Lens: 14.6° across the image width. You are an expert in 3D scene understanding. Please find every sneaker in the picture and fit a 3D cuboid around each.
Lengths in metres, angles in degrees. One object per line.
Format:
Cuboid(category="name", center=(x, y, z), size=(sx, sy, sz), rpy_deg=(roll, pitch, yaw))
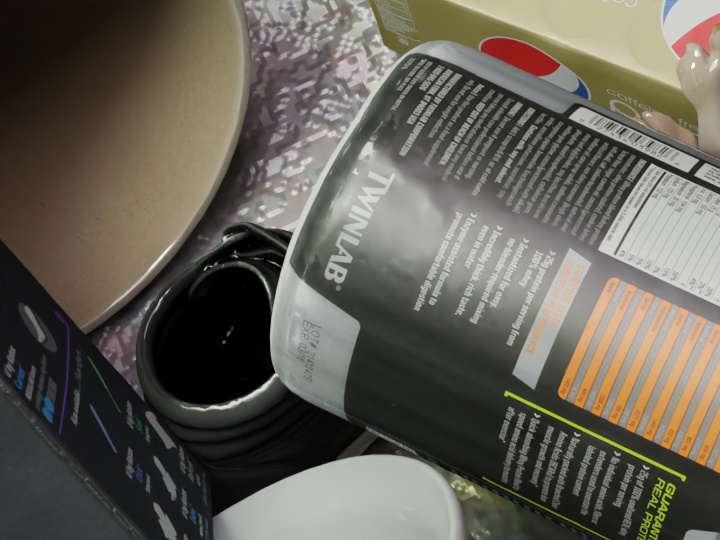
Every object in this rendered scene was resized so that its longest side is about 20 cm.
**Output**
Cuboid(category="sneaker", center=(0.000, 0.000, 0.968), size=(0.071, 0.099, 0.200), rpy_deg=(37, 76, 24))

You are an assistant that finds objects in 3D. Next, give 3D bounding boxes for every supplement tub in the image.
Cuboid(category="supplement tub", center=(0.084, 0.022, 0.851), size=(0.200, 0.123, 0.123), rpy_deg=(26, 74, 13))

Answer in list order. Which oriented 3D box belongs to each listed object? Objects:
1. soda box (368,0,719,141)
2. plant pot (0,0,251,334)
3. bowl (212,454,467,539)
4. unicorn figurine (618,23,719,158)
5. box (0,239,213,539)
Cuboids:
Cuboid(category="soda box", center=(0.103, -0.088, 1.007), size=(0.200, 0.064, 0.068), rpy_deg=(23, 73, 18))
Cuboid(category="plant pot", center=(-0.171, -0.092, 1.011), size=(0.187, 0.187, 0.200), rpy_deg=(-42, 52, -9))
Cuboid(category="bowl", center=(-0.027, 0.156, 0.850), size=(0.201, 0.201, 0.090), rpy_deg=(-42, 109, -9))
Cuboid(category="unicorn figurine", center=(0.187, -0.021, 0.913), size=(0.200, 0.074, 0.137), rpy_deg=(-8, 101, 16))
Cuboid(category="box", center=(-0.150, 0.052, 0.868), size=(0.122, 0.200, 0.106), rpy_deg=(-36, 20, 10))
